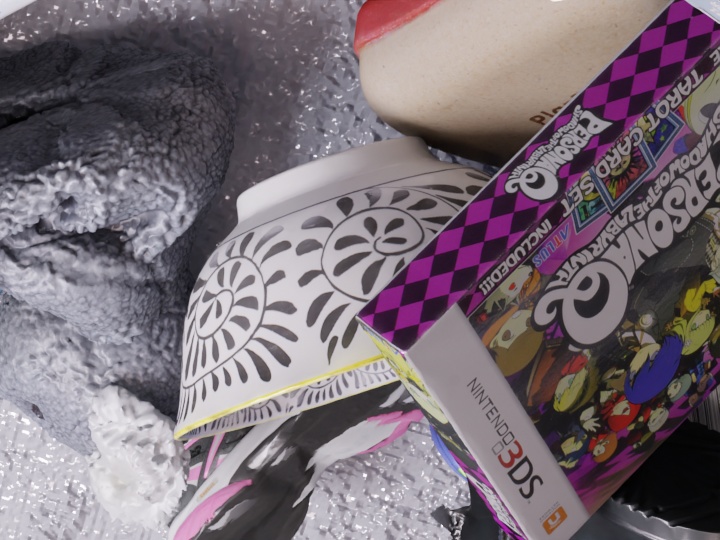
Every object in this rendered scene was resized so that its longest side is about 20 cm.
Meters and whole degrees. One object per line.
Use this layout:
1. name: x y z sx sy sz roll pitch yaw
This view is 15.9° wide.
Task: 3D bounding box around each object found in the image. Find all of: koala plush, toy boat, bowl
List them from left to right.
1. koala plush: -0.124 0.011 1.203 0.183 0.178 0.201 -16 118 6
2. bowl: 0.000 0.000 1.123 0.200 0.201 0.095 -21 85 20
3. toy boat: 0.085 -0.128 1.106 0.130 0.132 0.200 20 150 -34

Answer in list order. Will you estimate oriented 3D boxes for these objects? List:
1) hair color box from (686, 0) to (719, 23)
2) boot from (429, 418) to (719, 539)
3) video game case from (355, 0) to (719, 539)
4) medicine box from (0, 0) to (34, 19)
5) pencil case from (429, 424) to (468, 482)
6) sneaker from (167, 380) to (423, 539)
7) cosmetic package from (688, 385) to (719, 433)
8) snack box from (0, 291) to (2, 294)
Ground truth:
1. hair color box: 0.205 -0.165 0.974 0.099 0.201 0.061 33 157 -18
2. boot: 0.109 0.143 1.171 0.198 0.073 0.164 24 125 46
3. video game case: 0.106 0.001 1.034 0.200 0.036 0.182 -44 142 -9
4. medicine box: -0.125 -0.231 1.070 0.199 0.103 0.183 -24 118 21
5. pencil case: 0.113 0.034 1.237 0.078 0.087 0.200 21 127 -23
6. sneaker: -0.036 0.058 1.279 0.200 0.086 0.080 -43 142 7
7. cosmetic package: 0.250 0.080 1.198 0.199 0.088 0.103 4 154 -20
8. snack box: -0.277 -0.006 1.237 0.199 0.117 0.037 35 149 -17
